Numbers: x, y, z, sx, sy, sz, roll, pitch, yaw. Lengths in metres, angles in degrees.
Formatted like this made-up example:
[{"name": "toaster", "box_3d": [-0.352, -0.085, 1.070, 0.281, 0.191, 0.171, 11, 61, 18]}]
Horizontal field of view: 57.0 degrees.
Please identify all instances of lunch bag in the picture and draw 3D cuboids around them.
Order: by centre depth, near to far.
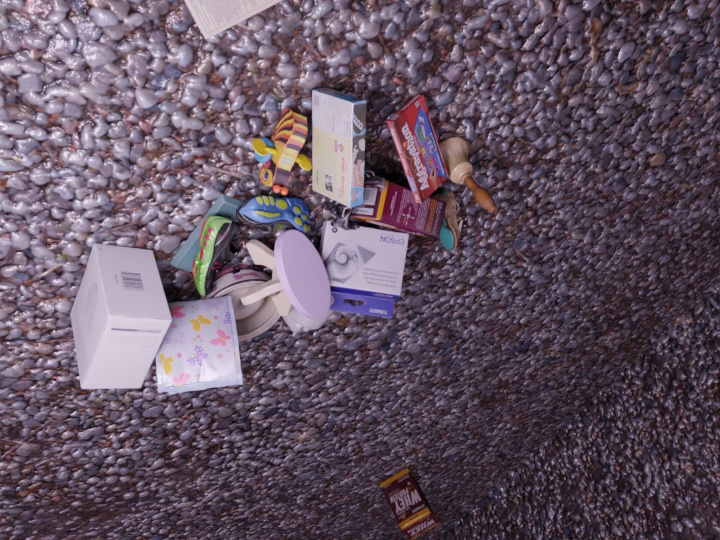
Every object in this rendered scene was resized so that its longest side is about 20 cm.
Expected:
[{"name": "lunch bag", "box_3d": [-0.333, 0.164, 1.357, 0.169, 0.200, 0.127, -8, 134, -13]}]

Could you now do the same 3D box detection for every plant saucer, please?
[{"name": "plant saucer", "box_3d": [-0.312, -0.070, 1.371, 0.070, 0.019, 0.200, 20, 119, -45]}]

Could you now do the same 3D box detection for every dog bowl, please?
[{"name": "dog bowl", "box_3d": [-0.275, 0.071, 1.507, 0.200, 0.074, 0.200, -17, 140, -15]}]

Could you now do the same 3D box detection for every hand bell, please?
[{"name": "hand bell", "box_3d": [0.239, -0.191, 1.449, 0.104, 0.200, 0.104, -18, 141, -15]}]

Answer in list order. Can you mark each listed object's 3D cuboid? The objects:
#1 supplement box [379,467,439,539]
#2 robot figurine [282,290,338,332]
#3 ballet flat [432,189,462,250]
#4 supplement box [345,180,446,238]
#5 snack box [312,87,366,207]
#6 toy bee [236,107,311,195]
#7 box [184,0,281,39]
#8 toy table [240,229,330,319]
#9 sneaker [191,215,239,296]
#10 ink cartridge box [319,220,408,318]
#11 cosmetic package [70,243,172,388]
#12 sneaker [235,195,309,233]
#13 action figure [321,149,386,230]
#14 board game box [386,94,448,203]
[{"name": "supplement box", "box_3d": [0.199, 0.945, 2.682, 0.133, 0.200, 0.197, -29, 142, -2]}, {"name": "robot figurine", "box_3d": [-0.104, 0.059, 1.573, 0.200, 0.113, 0.169, -50, 157, 24]}, {"name": "ballet flat", "box_3d": [0.221, -0.123, 1.626, 0.065, 0.071, 0.200, -40, 147, -11]}, {"name": "supplement box", "box_3d": [0.079, -0.136, 1.459, 0.200, 0.110, 0.086, 13, 90, -41]}, {"name": "snack box", "box_3d": [-0.042, -0.230, 1.245, 0.037, 0.116, 0.201, -21, 127, -37]}, {"name": "toy bee", "box_3d": [-0.150, -0.199, 1.262, 0.131, 0.109, 0.200, -8, 137, -29]}, {"name": "box", "box_3d": [-0.173, -0.445, 0.996, 0.200, 0.078, 0.095, -28, 142, -4]}, {"name": "toy table", "box_3d": [-0.158, 0.016, 1.405, 0.117, 0.201, 0.184, -8, -165, 34]}, {"name": "sneaker", "box_3d": [-0.294, -0.022, 1.361, 0.084, 0.077, 0.200, 1, 134, -29]}, {"name": "ink cartridge box", "box_3d": [0.000, 0.000, 1.498, 0.199, 0.041, 0.201, 7, 91, -14]}, {"name": "cosmetic package", "box_3d": [-0.472, 0.091, 1.294, 0.123, 0.200, 0.200, 8, 129, -37]}, {"name": "sneaker", "box_3d": [-0.176, -0.115, 1.374, 0.083, 0.071, 0.199, -8, 172, 35]}, {"name": "action figure", "box_3d": [-0.015, -0.189, 1.344, 0.102, 0.119, 0.200, -8, 131, -31]}, {"name": "board game box", "box_3d": [0.122, -0.250, 1.376, 0.103, 0.019, 0.200, -44, 130, -25]}]
